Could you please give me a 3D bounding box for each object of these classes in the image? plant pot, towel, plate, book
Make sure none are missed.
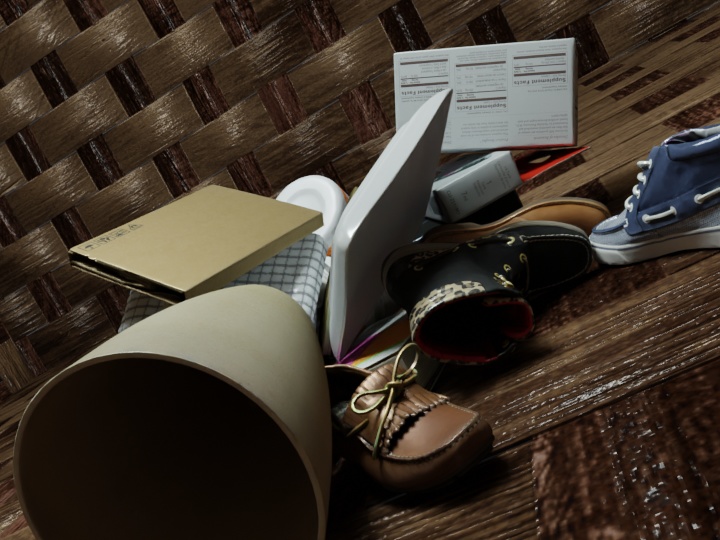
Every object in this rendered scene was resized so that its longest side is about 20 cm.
[{"bbox_3d":[-0.092,0.092,0.539,0.185,0.189,0.201,-26,16,20],"label":"plant pot"},{"bbox_3d":[-0.133,0.040,0.820,0.195,0.087,0.168,0,47,6],"label":"towel"},{"bbox_3d":[0.019,-0.041,0.749,0.201,0.032,0.202,-58,-14,-31],"label":"plate"},{"bbox_3d":[0.026,0.080,0.778,0.132,0.049,0.200,-26,8,28],"label":"book"}]

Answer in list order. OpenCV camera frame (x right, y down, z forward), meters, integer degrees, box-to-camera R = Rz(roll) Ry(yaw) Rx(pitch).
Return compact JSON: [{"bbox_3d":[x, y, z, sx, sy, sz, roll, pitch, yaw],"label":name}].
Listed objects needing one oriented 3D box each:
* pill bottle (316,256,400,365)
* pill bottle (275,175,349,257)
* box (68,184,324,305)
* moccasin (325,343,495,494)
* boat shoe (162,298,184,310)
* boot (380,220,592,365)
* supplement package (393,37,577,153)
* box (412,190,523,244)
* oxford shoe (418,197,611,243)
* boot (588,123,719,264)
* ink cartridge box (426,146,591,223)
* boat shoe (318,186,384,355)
[{"bbox_3d":[-0.055,0.057,0.924,0.198,0.118,0.116,-33,9,-18],"label":"pill bottle"},{"bbox_3d":[-0.026,-0.029,1.054,0.111,0.115,0.200,-26,-34,17],"label":"pill bottle"},{"bbox_3d":[-0.156,-0.031,0.795,0.161,0.022,0.199,16,31,31],"label":"box"},{"bbox_3d":[0.020,0.098,0.563,0.073,0.079,0.201,-29,13,-19],"label":"moccasin"},{"bbox_3d":[-0.096,0.090,0.700,0.067,0.199,0.073,-34,-28,-39],"label":"boat shoe"},{"bbox_3d":[0.120,0.016,0.691,0.195,0.075,0.151,-5,19,-2],"label":"boot"},{"bbox_3d":[0.152,-0.196,0.941,0.195,0.114,0.156,1,8,17],"label":"supplement package"},{"bbox_3d":[0.120,-0.037,0.984,0.161,0.087,0.200,-27,9,9],"label":"box"},{"bbox_3d":[0.158,-0.018,0.804,0.196,0.072,0.072,-14,30,7],"label":"oxford shoe"},{"bbox_3d":[0.258,-0.066,0.684,0.072,0.092,0.199,-33,10,-28],"label":"boot"},{"bbox_3d":[0.147,-0.116,0.927,0.171,0.044,0.200,-29,9,-3],"label":"ink cartridge box"},{"bbox_3d":[0.000,0.000,0.856,0.072,0.065,0.204,108,174,-55],"label":"boat shoe"}]
